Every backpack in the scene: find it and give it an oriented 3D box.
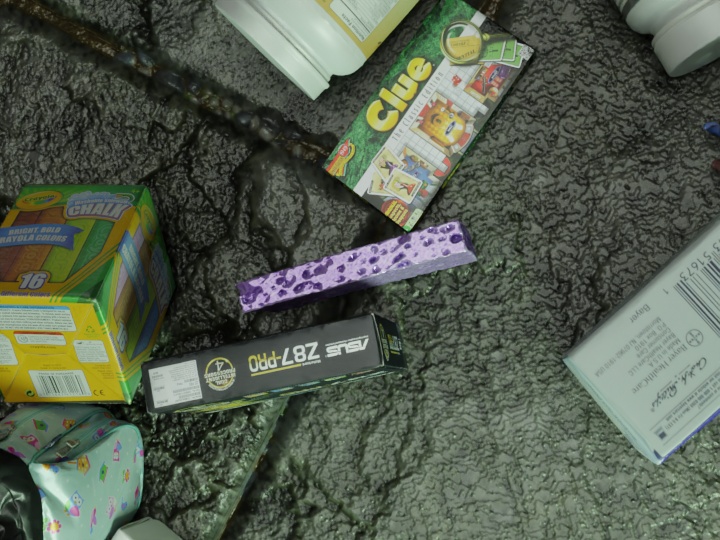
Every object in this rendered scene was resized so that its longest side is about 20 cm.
[{"bbox_3d":[-0.276,0.193,0.970,0.125,0.200,0.169,17,109,13],"label":"backpack"}]

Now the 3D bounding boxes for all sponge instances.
[{"bbox_3d":[0.000,0.000,0.980,0.197,0.112,0.030,-16,84,8],"label":"sponge"}]

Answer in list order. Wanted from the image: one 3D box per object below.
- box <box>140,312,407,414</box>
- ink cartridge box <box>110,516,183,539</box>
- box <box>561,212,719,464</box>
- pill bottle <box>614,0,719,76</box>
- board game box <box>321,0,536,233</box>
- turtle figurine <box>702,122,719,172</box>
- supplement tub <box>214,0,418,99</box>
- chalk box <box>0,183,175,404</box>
[{"bbox_3d":[-0.067,0.082,0.959,0.197,0.161,0.050,-13,83,7],"label":"box"},{"bbox_3d":[-0.203,0.346,0.997,0.145,0.084,0.201,36,92,11],"label":"ink cartridge box"},{"bbox_3d":[0.258,0.047,0.884,0.184,0.200,0.105,-42,81,4],"label":"box"},{"bbox_3d":[0.257,-0.276,0.958,0.113,0.114,0.202,-28,81,6],"label":"pill bottle"},{"bbox_3d":[0.062,-0.145,1.028,0.104,0.023,0.201,35,91,13],"label":"board game box"},{"bbox_3d":[0.368,-0.121,0.882,0.198,0.144,0.195,-21,40,20],"label":"turtle figurine"},{"bbox_3d":[-0.019,-0.266,0.991,0.144,0.144,0.200,43,93,11],"label":"supplement tub"},{"bbox_3d":[-0.245,0.003,0.996,0.122,0.125,0.201,-1,41,9],"label":"chalk box"}]
